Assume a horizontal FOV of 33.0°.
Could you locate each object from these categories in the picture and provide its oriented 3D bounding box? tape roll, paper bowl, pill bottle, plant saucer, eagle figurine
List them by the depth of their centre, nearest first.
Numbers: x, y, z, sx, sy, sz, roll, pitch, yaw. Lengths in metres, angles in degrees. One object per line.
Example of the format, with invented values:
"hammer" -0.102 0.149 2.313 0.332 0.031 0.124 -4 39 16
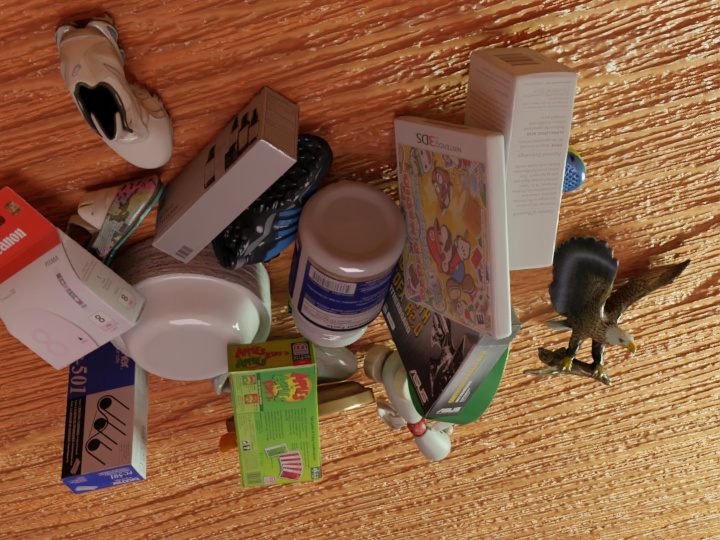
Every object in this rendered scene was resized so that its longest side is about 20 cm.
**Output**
"pill bottle" -0.021 0.000 1.347 0.115 0.116 0.200 2 150 -9
"tape roll" 0.113 0.080 1.439 0.048 0.201 0.201 10 140 -18
"paper bowl" -0.206 0.056 1.451 0.199 0.105 0.201 -4 143 -3
"eagle figurine" 0.304 0.046 1.508 0.152 0.150 0.201 -19 130 -58
"plant saucer" -0.081 0.178 1.608 0.199 0.033 0.200 -12 177 -1

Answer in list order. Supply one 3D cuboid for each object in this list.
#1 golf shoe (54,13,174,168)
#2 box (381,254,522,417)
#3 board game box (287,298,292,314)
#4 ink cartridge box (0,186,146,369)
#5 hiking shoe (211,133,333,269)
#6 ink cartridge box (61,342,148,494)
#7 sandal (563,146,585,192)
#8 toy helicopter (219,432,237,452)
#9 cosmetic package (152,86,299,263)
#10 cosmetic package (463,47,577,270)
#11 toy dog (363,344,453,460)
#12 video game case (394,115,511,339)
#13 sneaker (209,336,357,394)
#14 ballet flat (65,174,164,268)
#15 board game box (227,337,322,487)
"golf shoe" -0.242 -0.149 1.190 0.078 0.098 0.200 -16 143 10
"box" 0.088 0.036 1.345 0.048 0.201 0.159 1 138 -28
"board game box" 0.000 0.000 1.469 0.104 0.024 0.200 16 137 -24
"ink cartridge box" -0.363 0.015 1.358 0.200 0.057 0.162 39 135 -26
"hiking shoe" -0.086 -0.080 1.336 0.086 0.075 0.200 -5 149 -47
"ink cartridge box" -0.313 0.170 1.503 0.093 0.201 0.044 -13 142 10
"sandal" 0.148 -0.093 1.318 0.199 0.087 0.080 -4 141 -4
"toy helicopter" -0.116 0.248 1.711 0.132 0.079 0.200 11 170 12
"cosmetic package" -0.144 -0.098 1.276 0.051 0.083 0.200 30 130 -27
"cosmetic package" 0.151 -0.111 1.209 0.074 0.102 0.201 -6 116 -20
"toy dog" 0.084 0.160 1.631 0.096 0.132 0.200 -42 150 -16
"video game case" 0.091 -0.048 1.229 0.023 0.182 0.201 -12 107 -25
"sneaker" -0.101 0.135 1.566 0.199 0.100 0.075 3 132 -12
"ballet flat" -0.288 -0.046 1.349 0.071 0.069 0.200 31 133 -12
"board game box" -0.101 0.173 1.460 0.101 0.048 0.201 -6 130 -5
